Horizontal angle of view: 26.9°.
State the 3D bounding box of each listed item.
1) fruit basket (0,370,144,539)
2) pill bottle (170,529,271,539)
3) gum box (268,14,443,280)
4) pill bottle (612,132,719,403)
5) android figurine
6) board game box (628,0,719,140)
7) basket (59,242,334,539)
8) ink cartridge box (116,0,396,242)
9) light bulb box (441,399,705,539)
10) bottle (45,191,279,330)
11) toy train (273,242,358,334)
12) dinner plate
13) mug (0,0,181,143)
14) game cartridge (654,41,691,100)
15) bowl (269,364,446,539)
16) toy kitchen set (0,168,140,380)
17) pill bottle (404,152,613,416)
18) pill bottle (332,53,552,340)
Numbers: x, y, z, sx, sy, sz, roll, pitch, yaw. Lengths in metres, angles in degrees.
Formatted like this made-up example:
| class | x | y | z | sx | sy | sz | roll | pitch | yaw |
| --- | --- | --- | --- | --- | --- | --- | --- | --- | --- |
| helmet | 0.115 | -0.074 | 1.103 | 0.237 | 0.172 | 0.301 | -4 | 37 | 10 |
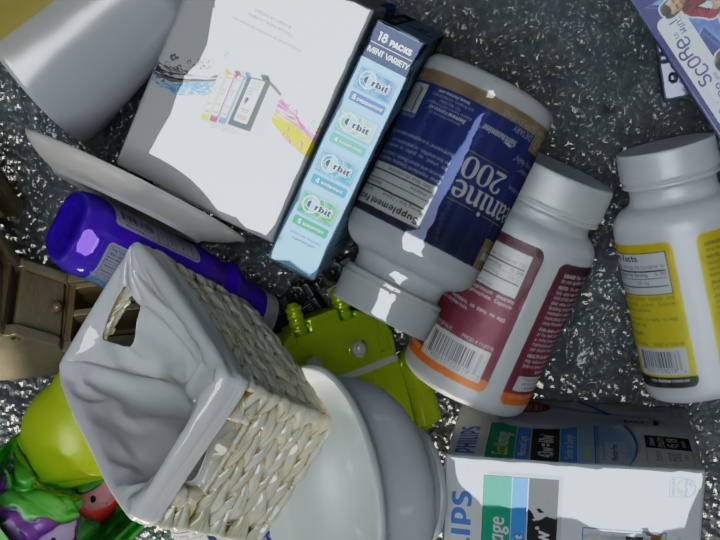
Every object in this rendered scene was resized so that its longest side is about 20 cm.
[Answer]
| class | x | y | z | sx | sy | sz | roll | pitch | yaw |
| --- | --- | --- | --- | --- | --- | --- | --- | --- | --- |
| fruit basket | -0.243 | 0.172 | 1.283 | 0.215 | 0.216 | 0.156 | -36 | 93 | 13 |
| pill bottle | -0.106 | 0.213 | 1.297 | 0.115 | 0.116 | 0.202 | -22 | 96 | 12 |
| gum box | 0.000 | -0.104 | 1.211 | 0.044 | 0.170 | 0.202 | 25 | 103 | 3 |
| pill bottle | 0.266 | -0.004 | 1.219 | 0.110 | 0.111 | 0.202 | -11 | 99 | 10 |
| android figurine | -0.015 | 0.117 | 1.279 | 0.181 | 0.041 | 0.202 | -17 | 98 | -29 |
| board game box | 0.286 | -0.221 | 1.182 | 0.135 | 0.034 | 0.201 | -33 | 94 | 14 |
| basket | -0.125 | 0.094 | 1.138 | 0.123 | 0.200 | 0.136 | 24 | 106 | -38 |
| ink cartridge box | -0.081 | -0.151 | 1.226 | 0.144 | 0.147 | 0.202 | 26 | 103 | 3 |
| light bulb box | 0.169 | 0.188 | 1.225 | 0.198 | 0.198 | 0.126 | 3 | 99 | 7 |
| bottle | -0.159 | 0.004 | 1.242 | 0.199 | 0.083 | 0.066 | 28 | 92 | -31 |
| toy train | 0.000 | 0.000 | 1.300 | 0.199 | 0.034 | 0.046 | -33 | 98 | 13 |
| dinner plate | -0.187 | -0.061 | 1.233 | 0.199 | 0.200 | 0.024 | 25 | 87 | 3 |
| mug | -0.225 | -0.222 | 1.233 | 0.153 | 0.150 | 0.187 | -37 | 127 | 6 |
| game cartridge | 0.292 | -0.247 | 1.211 | 0.128 | 0.038 | 0.202 | -8 | 99 | 14 |
| bowl | 0.005 | 0.171 | 1.156 | 0.090 | 0.201 | 0.203 | -2 | 103 | -28 |
| toy kitchen set | -0.260 | -0.032 | 1.277 | 0.178 | 0.201 | 0.165 | -6 | 58 | 9 |
| pill bottle | 0.123 | 0.007 | 1.241 | 0.113 | 0.114 | 0.202 | 24 | 102 | 3 |
| pill bottle | 0.058 | -0.054 | 1.159 | 0.110 | 0.111 | 0.202 | 26 | 91 | 3 |
